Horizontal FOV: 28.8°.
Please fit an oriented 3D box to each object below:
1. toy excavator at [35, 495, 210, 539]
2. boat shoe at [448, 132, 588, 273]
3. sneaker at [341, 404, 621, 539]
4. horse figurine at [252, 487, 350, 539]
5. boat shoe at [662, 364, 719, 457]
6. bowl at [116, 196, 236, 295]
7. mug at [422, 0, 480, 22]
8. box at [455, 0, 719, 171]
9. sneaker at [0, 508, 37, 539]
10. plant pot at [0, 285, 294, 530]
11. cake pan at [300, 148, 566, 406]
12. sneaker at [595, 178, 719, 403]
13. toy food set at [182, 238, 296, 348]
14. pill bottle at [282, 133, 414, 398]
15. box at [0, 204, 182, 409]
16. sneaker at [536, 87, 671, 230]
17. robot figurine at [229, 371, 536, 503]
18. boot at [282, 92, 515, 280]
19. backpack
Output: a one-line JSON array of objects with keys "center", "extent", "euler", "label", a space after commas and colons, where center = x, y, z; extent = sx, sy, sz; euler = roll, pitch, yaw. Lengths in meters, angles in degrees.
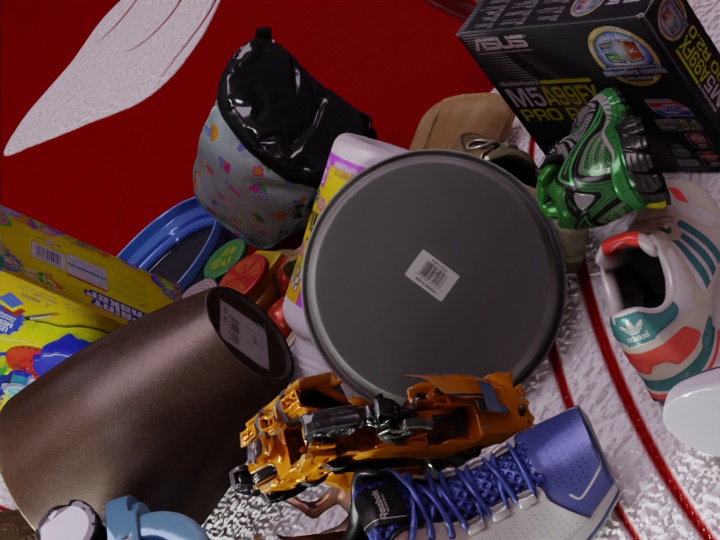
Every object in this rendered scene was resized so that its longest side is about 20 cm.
[{"center": [-0.109, 0.231, 0.964], "extent": [0.198, 0.100, 0.195], "euler": [-19, 49, 2], "label": "toy excavator"}, {"center": [0.128, -0.070, 1.124], "extent": [0.201, 0.072, 0.064], "euler": [-118, 38, -57], "label": "boat shoe"}, {"center": [0.059, 0.156, 0.879], "extent": [0.199, 0.115, 0.081], "euler": [-37, 49, 15], "label": "sneaker"}, {"center": [-0.009, 0.149, 1.024], "extent": [0.131, 0.050, 0.201], "euler": [-1, 34, 7], "label": "horse figurine"}, {"center": [0.273, 0.057, 0.811], "extent": [0.199, 0.072, 0.066], "euler": [-20, 32, 33], "label": "boat shoe"}, {"center": [-0.210, 0.007, 1.471], "extent": [0.200, 0.039, 0.201], "euler": [-34, 27, 21], "label": "bowl"}, {"center": [0.137, -0.288, 1.286], "extent": [0.134, 0.200, 0.177], "euler": [-50, 30, -13], "label": "mug"}, {"center": [0.190, -0.146, 1.079], "extent": [0.199, 0.160, 0.044], "euler": [7, 56, 52], "label": "box"}, {"center": [-0.364, 0.295, 1.282], "extent": [0.198, 0.109, 0.070], "euler": [-16, 23, -15], "label": "sneaker"}, {"center": [-0.152, 0.110, 1.099], "extent": [0.200, 0.186, 0.188], "euler": [-42, 28, 22], "label": "plant pot"}, {"center": [0.052, 0.008, 1.024], "extent": [0.200, 0.200, 0.037], "euler": [-42, -7, 0], "label": "cake pan"}, {"center": [0.205, -0.011, 0.954], "extent": [0.070, 0.093, 0.201], "euler": [-21, 36, 32], "label": "sneaker"}, {"center": [-0.122, 0.053, 1.309], "extent": [0.197, 0.049, 0.201], "euler": [5, 54, 52], "label": "toy food set"}, {"center": [0.000, 0.000, 1.117], "extent": [0.104, 0.103, 0.202], "euler": [32, 107, 59], "label": "pill bottle"}, {"center": [-0.290, 0.078, 1.273], "extent": [0.193, 0.199, 0.122], "euler": [-56, 26, 19], "label": "box"}, {"center": [0.161, -0.078, 0.997], "extent": [0.084, 0.079, 0.200], "euler": [-20, 9, 9], "label": "sneaker"}, {"center": [0.009, 0.108, 0.923], "extent": [0.145, 0.199, 0.059], "euler": [-41, 55, 44], "label": "robot figurine"}, {"center": [0.038, -0.065, 1.259], "extent": [0.174, 0.066, 0.201], "euler": [-2, 48, 31], "label": "boot"}, {"center": [-0.085, -0.112, 1.340], "extent": [0.126, 0.167, 0.200], "euler": [-41, -7, -23], "label": "backpack"}]
